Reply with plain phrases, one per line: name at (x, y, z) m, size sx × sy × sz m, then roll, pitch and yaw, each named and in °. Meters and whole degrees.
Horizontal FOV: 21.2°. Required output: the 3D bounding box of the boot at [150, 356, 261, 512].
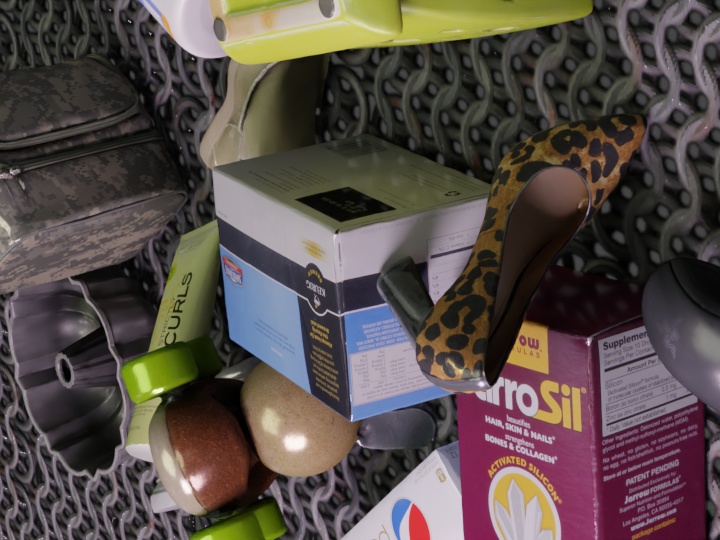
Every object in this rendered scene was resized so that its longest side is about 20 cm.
boot at (-0.119, 0.135, 1.604) m, size 0.199 × 0.073 × 0.096 m, roll -30°, pitch 74°, yaw 45°

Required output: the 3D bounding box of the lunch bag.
lunch bag at (-0.267, -0.088, 1.592) m, size 0.139 × 0.199 × 0.169 m, roll -44°, pitch 70°, yaw 50°

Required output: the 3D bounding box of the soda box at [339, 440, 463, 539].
soda box at (0.048, 0.188, 1.393) m, size 0.064 × 0.068 × 0.200 m, roll 60°, pitch 142°, yaw 17°

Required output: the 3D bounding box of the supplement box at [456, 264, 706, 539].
supplement box at (0.139, 0.112, 1.215) m, size 0.130 × 0.103 × 0.202 m, roll 14°, pitch 114°, yaw 50°

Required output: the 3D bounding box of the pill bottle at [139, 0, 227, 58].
pill bottle at (-0.143, -0.259, 1.435) m, size 0.200 × 0.111 × 0.113 m, roll 48°, pitch 137°, yaw 31°

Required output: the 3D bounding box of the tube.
tube at (-0.148, 0.055, 1.563) m, size 0.057 × 0.052 × 0.202 m, roll 5°, pitch 69°, yaw 17°

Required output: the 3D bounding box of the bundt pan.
bundt pan at (-0.233, 0.080, 1.715) m, size 0.201 × 0.075 × 0.204 m, roll 23°, pitch 121°, yaw 46°

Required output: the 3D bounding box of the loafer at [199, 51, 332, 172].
loafer at (-0.061, -0.118, 1.420) m, size 0.069 × 0.075 × 0.200 m, roll 58°, pitch 151°, yaw 17°

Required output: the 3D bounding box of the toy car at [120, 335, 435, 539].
toy car at (-0.051, 0.108, 1.436) m, size 0.158 × 0.199 × 0.165 m, roll -6°, pitch -106°, yaw -81°

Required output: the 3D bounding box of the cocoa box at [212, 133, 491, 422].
cocoa box at (0.000, 0.000, 1.301) m, size 0.200 × 0.132 × 0.132 m, roll 28°, pitch 127°, yaw 59°

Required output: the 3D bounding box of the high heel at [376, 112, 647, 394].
high heel at (0.110, -0.009, 1.134) m, size 0.072 × 0.199 × 0.143 m, roll 51°, pitch -177°, yaw -31°

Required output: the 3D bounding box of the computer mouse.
computer mouse at (0.244, 0.045, 1.062) m, size 0.200 × 0.046 × 0.141 m, roll 38°, pitch 132°, yaw 18°

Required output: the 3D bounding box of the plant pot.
plant pot at (0.004, -0.232, 1.195) m, size 0.199 × 0.180 × 0.201 m, roll 0°, pitch 104°, yaw 54°
